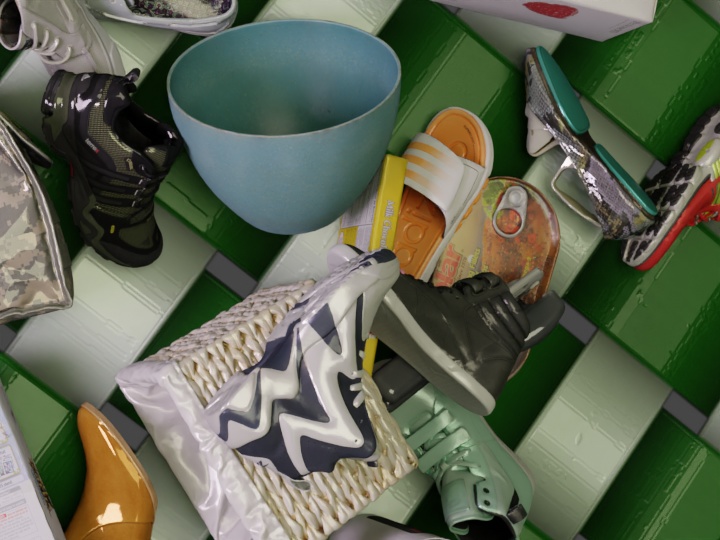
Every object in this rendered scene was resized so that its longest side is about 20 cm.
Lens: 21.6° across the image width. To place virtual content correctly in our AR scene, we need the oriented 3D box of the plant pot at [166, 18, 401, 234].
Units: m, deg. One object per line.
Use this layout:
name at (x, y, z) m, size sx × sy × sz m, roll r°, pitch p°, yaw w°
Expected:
plant pot at (-0.061, -0.112, 1.634) m, size 0.199 × 0.200 × 0.135 m, roll -15°, pitch 127°, yaw -16°

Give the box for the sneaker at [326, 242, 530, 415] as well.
sneaker at (0.063, 0.024, 1.612) m, size 0.200 × 0.071 × 0.099 m, roll 43°, pitch 69°, yaw -14°

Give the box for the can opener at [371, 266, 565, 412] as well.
can opener at (0.099, 0.068, 1.674) m, size 0.200 × 0.053 × 0.067 m, roll -37°, pitch 76°, yaw -22°

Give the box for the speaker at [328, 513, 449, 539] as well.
speaker at (0.033, 0.260, 1.625) m, size 0.081 × 0.200 × 0.082 m, roll 0°, pitch 88°, yaw -16°

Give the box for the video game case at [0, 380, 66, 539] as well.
video game case at (-0.367, 0.191, 1.568) m, size 0.199 × 0.045 × 0.182 m, roll -22°, pitch 94°, yaw 0°

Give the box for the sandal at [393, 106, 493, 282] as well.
sandal at (0.054, -0.056, 1.699) m, size 0.079 × 0.059 × 0.207 m, roll 20°, pitch 81°, yaw 30°

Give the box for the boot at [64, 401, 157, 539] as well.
boot at (-0.237, 0.230, 1.617) m, size 0.144 × 0.071 × 0.202 m, roll -31°, pitch 101°, yaw -15°

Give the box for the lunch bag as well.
lunch bag at (-0.307, -0.057, 1.557) m, size 0.117 × 0.164 × 0.201 m, roll -15°, pitch 93°, yaw -10°

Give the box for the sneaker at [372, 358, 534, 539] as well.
sneaker at (0.078, 0.167, 1.678) m, size 0.200 × 0.118 × 0.074 m, roll 42°, pitch 114°, yaw -12°

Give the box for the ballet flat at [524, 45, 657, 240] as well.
ballet flat at (0.194, -0.112, 1.752) m, size 0.072 × 0.072 × 0.201 m, roll -32°, pitch 84°, yaw -15°

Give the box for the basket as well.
basket at (-0.080, 0.131, 1.601) m, size 0.160 × 0.198 × 0.201 m, roll -31°, pitch 96°, yaw -17°

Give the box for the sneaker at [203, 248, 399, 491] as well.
sneaker at (-0.013, 0.088, 1.487) m, size 0.130 × 0.079 × 0.199 m, roll 46°, pitch 71°, yaw -13°

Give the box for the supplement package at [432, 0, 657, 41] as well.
supplement package at (0.164, -0.294, 1.723) m, size 0.199 × 0.121 × 0.120 m, roll 11°, pitch 85°, yaw -15°

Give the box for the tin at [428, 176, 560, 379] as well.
tin at (0.114, 0.012, 1.743) m, size 0.112 × 0.042 × 0.201 m, roll 20°, pitch 83°, yaw -18°

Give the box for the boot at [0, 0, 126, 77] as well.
boot at (-0.271, -0.199, 1.587) m, size 0.201 × 0.073 × 0.096 m, roll 64°, pitch 33°, yaw -20°

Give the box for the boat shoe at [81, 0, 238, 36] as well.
boat shoe at (-0.202, -0.250, 1.640) m, size 0.200 × 0.071 × 0.070 m, roll 9°, pitch 86°, yaw -12°

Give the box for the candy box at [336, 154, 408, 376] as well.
candy box at (0.000, 0.000, 1.676) m, size 0.026 × 0.102 × 0.201 m, roll 11°, pitch 86°, yaw -20°

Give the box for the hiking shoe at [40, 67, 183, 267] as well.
hiking shoe at (-0.195, -0.081, 1.591) m, size 0.076 × 0.100 × 0.200 m, roll -68°, pitch 148°, yaw -43°

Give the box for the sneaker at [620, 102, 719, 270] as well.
sneaker at (0.329, -0.070, 1.790) m, size 0.085 × 0.077 × 0.200 m, roll 44°, pitch 79°, yaw -18°
